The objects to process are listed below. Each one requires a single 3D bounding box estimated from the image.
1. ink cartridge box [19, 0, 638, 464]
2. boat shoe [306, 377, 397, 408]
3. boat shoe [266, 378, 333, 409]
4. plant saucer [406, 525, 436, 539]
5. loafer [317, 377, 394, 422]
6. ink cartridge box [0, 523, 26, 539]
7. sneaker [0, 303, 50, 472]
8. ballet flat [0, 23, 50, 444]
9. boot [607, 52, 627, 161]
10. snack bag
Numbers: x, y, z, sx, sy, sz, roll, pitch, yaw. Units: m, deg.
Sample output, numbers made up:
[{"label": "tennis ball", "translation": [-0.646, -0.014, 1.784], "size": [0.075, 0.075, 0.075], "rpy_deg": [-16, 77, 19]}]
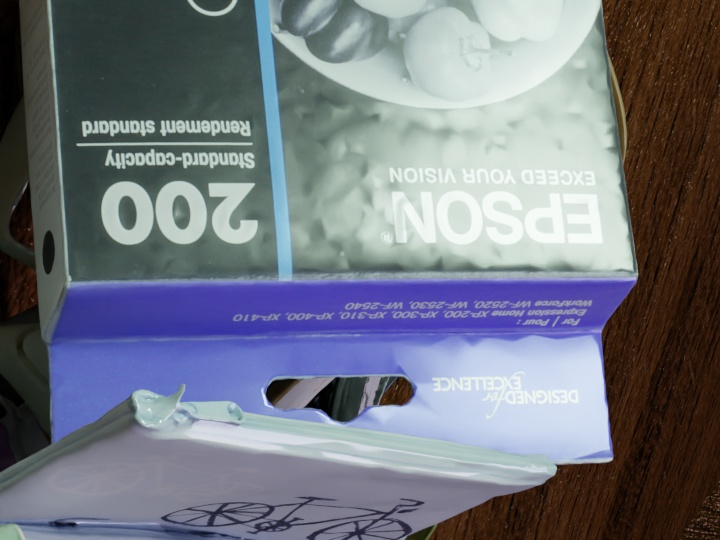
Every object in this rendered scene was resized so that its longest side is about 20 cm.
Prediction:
[{"label": "ink cartridge box", "translation": [-0.009, -0.034, 0.679], "size": [0.043, 0.198, 0.200], "rpy_deg": [139, -52, -66]}, {"label": "boat shoe", "translation": [-0.021, 0.079, 1.146], "size": [0.200, 0.069, 0.084], "rpy_deg": [-57, 162, -3]}, {"label": "boat shoe", "translation": [0.000, 0.000, 0.770], "size": [0.200, 0.071, 0.069], "rpy_deg": [-48, 145, 2]}, {"label": "plant saucer", "translation": [-0.053, 0.148, 1.103], "size": [0.200, 0.031, 0.200], "rpy_deg": [-19, 150, -11]}, {"label": "loafer", "translation": [0.033, 0.008, 1.109], "size": [0.068, 0.070, 0.201], "rpy_deg": [131, -18, -72]}, {"label": "ink cartridge box", "translation": [-0.195, 0.134, 0.636], "size": [0.161, 0.200, 0.050], "rpy_deg": [102, -19, -67]}, {"label": "sneaker", "translation": [-0.160, 0.059, 0.725], "size": [0.200, 0.078, 0.140], "rpy_deg": [-51, 161, -28]}, {"label": "ballet flat", "translation": [-0.099, 0.000, 0.728], "size": [0.072, 0.068, 0.200], "rpy_deg": [1, 86, -45]}, {"label": "boot", "translation": [0.064, -0.131, 0.884], "size": [0.077, 0.200, 0.155], "rpy_deg": [-37, -179, 25]}, {"label": "snack bag", "translation": [-0.058, 0.090, 0.672], "size": [0.188, 0.021, 0.200], "rpy_deg": [13, 148, -43]}]
